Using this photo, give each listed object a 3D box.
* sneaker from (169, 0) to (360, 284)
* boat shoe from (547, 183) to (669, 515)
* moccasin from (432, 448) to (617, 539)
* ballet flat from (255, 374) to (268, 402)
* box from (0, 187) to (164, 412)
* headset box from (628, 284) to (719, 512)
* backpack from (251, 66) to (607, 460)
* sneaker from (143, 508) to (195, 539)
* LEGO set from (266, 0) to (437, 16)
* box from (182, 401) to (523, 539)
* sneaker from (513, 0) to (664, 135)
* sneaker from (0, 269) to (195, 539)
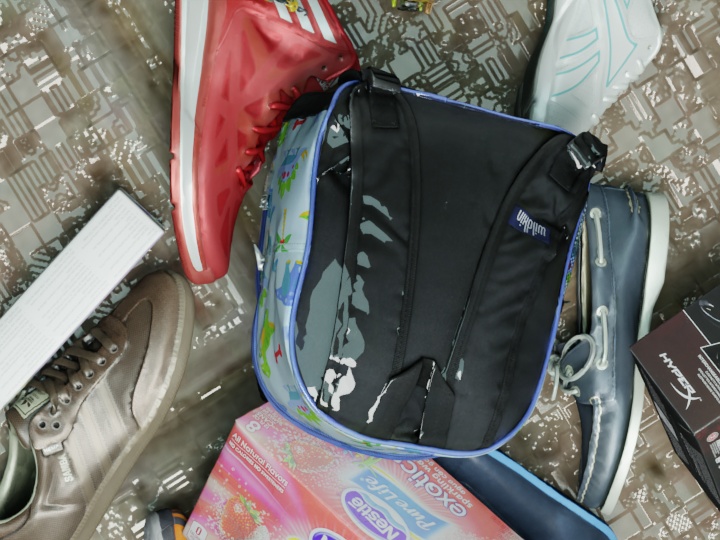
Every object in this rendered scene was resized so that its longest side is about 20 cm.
[{"bbox_3d":[-0.057,-0.092,1.491,0.115,0.078,0.201,0,94,-2],"label":"sneaker"},{"bbox_3d":[0.146,0.047,1.511,0.061,0.075,0.201,8,91,-6],"label":"boat shoe"},{"bbox_3d":[0.064,0.136,1.506,0.200,0.080,0.068,34,90,-4],"label":"moccasin"},{"bbox_3d":[0.000,0.000,1.507,0.066,0.057,0.201,27,90,-4],"label":"ballet flat"},{"bbox_3d":[-0.199,0.036,1.505,0.041,0.039,0.200,42,89,-6],"label":"box"},{"bbox_3d":[0.273,0.047,1.477,0.199,0.149,0.077,-33,57,-2],"label":"headset box"},{"bbox_3d":[0.025,0.007,1.418,0.182,0.147,0.201,14,79,-19],"label":"backpack"},{"bbox_3d":[-0.057,0.224,1.513,0.112,0.078,0.201,-21,103,-7],"label":"sneaker"},{"bbox_3d":[-0.026,-0.227,1.473,0.199,0.116,0.155,-3,93,-20],"label":"LEGO set"},{"bbox_3d":[0.008,0.167,1.442,0.200,0.095,0.103,41,128,19],"label":"box"},{"bbox_3d":[0.142,-0.128,1.506,0.080,0.070,0.201,14,91,-7],"label":"sneaker"},{"bbox_3d":[-0.169,0.085,1.483,0.075,0.070,0.201,24,93,-33],"label":"sneaker"}]
